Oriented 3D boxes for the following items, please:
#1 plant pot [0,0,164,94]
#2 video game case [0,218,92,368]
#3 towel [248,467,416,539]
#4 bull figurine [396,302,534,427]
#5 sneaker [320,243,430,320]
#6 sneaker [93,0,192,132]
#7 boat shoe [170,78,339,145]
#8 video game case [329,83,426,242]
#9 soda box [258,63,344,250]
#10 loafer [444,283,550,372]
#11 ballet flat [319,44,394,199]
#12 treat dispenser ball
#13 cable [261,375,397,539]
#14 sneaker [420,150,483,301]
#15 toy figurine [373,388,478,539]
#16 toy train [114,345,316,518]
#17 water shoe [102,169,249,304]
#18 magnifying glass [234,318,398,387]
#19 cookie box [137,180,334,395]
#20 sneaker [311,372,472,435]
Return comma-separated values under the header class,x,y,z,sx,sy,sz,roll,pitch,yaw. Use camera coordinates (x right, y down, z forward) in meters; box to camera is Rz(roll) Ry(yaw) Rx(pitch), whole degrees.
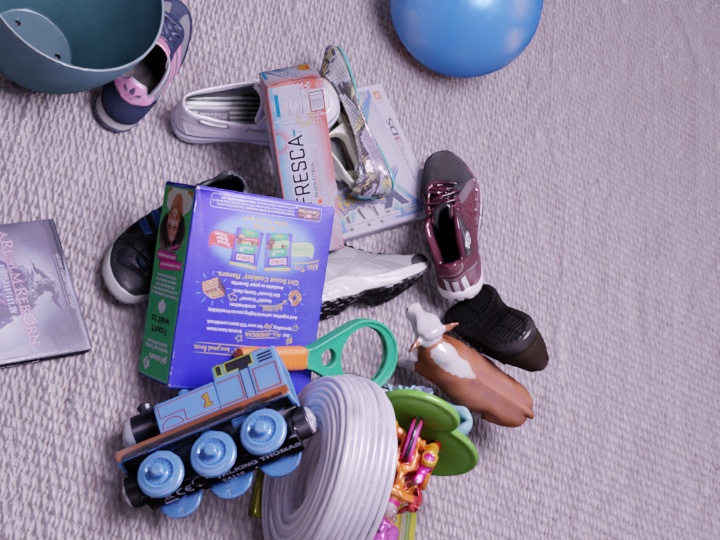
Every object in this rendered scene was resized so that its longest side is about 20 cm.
class,x,y,z,sx,sy,sz,roll,pitch,yaw
plant pot,-0.322,-0.263,1.438,0.198,0.135,0.202,17,58,-28
video game case,-0.369,0.027,1.334,0.198,0.019,0.144,-9,73,-38
towel,-0.026,0.259,1.470,0.199,0.018,0.087,27,48,-22
bull figurine,0.109,0.113,1.565,0.200,0.121,0.065,40,77,-16
sneaker,0.000,0.000,1.585,0.199,0.074,0.080,-11,69,-39
sneaker,-0.225,-0.242,1.534,0.070,0.082,0.201,32,52,-18
boat shoe,-0.112,-0.178,1.555,0.198,0.067,0.074,-12,78,-18
video game case,-0.012,-0.131,1.674,0.199,0.022,0.184,-17,78,-40
soda box,-0.065,-0.121,1.521,0.063,0.068,0.202,-10,114,-8
loafer,0.159,0.076,1.606,0.073,0.200,0.072,-39,111,-2
ballet flat,-0.023,-0.174,1.634,0.071,0.072,0.202,-10,72,-39
treat dispenser ball,0.136,-0.350,1.777,0.199,0.200,0.203,17,58,-29
cable,-0.032,0.198,1.351,0.069,0.200,0.202,19,49,-20
sneaker,0.105,-0.074,1.631,0.116,0.075,0.202,61,18,-62
toy figurine,0.032,0.243,1.400,0.148,0.201,0.186,18,61,2
toy train,-0.143,0.158,1.333,0.198,0.087,0.115,-22,57,1
water shoe,-0.196,-0.045,1.457,0.072,0.079,0.200,46,49,-6
magnifying glass,-0.043,0.090,1.434,0.198,0.022,0.081,0,97,-39
cookie box,-0.127,0.021,1.421,0.170,0.075,0.203,7,92,-34
sneaker,0.037,0.148,1.524,0.198,0.086,0.078,18,58,-28
